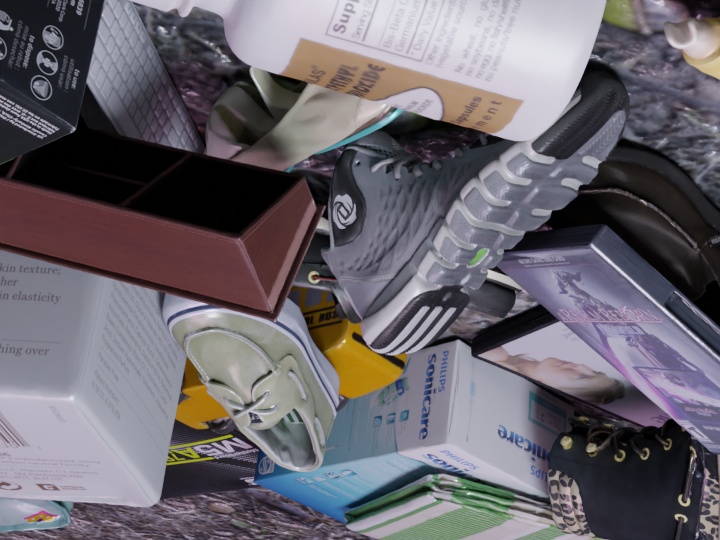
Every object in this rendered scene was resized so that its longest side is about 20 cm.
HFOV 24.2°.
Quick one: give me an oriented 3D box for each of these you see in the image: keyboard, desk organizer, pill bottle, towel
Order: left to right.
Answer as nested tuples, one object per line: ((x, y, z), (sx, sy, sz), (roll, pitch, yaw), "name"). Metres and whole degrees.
((-0.128, -0.044, 0.858), (0.199, 0.072, 0.077), (14, 154, 18), "desk organizer")
((-0.115, -0.082, 0.927), (0.011, 0.056, 0.200), (6, 154, 15), "keyboard")
((-0.003, -0.134, 0.722), (0.199, 0.115, 0.114), (15, 153, -12), "pill bottle")
((0.103, 0.197, 1.277), (0.200, 0.023, 0.153), (15, 155, -23), "towel")

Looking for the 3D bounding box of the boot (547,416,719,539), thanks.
((0.199, 0.115, 1.135), (0.153, 0.073, 0.204), (11, 120, 35), "boot")

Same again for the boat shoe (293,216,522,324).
((0.000, 0.000, 1.028), (0.201, 0.063, 0.074), (13, -177, -7), "boat shoe")

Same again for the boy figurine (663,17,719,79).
((0.205, -0.108, 0.774), (0.124, 0.065, 0.200), (-5, 148, 19), "boy figurine")

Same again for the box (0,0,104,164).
((-0.222, -0.124, 0.770), (0.200, 0.149, 0.124), (-17, 145, 41), "box")

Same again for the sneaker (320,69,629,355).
((0.045, -0.058, 0.912), (0.200, 0.116, 0.075), (-47, 151, 19), "sneaker")

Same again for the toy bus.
((-0.062, 0.058, 1.168), (0.200, 0.078, 0.065), (-15, 147, 39), "toy bus")

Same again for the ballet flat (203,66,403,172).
((-0.043, -0.085, 0.907), (0.069, 0.070, 0.200), (23, 148, -28), "ballet flat")

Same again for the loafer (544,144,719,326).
((0.173, -0.010, 0.970), (0.200, 0.072, 0.073), (26, 149, -32), "loafer")

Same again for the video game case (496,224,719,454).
((0.174, 0.045, 0.962), (0.200, 0.019, 0.143), (39, 167, -14), "video game case")

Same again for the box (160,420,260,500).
((-0.158, 0.131, 1.381), (0.200, 0.048, 0.193), (-12, 145, 37), "box")

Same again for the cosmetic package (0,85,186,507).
((-0.198, 0.014, 0.981), (0.167, 0.201, 0.166), (2, 153, 12), "cosmetic package")

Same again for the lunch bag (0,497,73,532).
((-0.282, 0.075, 1.163), (0.122, 0.171, 0.200), (-11, 149, 19), "lunch bag")

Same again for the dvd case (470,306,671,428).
((0.197, 0.068, 1.179), (0.200, 0.018, 0.143), (23, 150, -28), "dvd case")

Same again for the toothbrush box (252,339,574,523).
((0.041, 0.133, 1.281), (0.200, 0.086, 0.146), (-16, 145, 42), "toothbrush box")

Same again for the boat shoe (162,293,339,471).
((-0.058, 0.065, 1.020), (0.072, 0.062, 0.200), (-12, 151, 18), "boat shoe")
